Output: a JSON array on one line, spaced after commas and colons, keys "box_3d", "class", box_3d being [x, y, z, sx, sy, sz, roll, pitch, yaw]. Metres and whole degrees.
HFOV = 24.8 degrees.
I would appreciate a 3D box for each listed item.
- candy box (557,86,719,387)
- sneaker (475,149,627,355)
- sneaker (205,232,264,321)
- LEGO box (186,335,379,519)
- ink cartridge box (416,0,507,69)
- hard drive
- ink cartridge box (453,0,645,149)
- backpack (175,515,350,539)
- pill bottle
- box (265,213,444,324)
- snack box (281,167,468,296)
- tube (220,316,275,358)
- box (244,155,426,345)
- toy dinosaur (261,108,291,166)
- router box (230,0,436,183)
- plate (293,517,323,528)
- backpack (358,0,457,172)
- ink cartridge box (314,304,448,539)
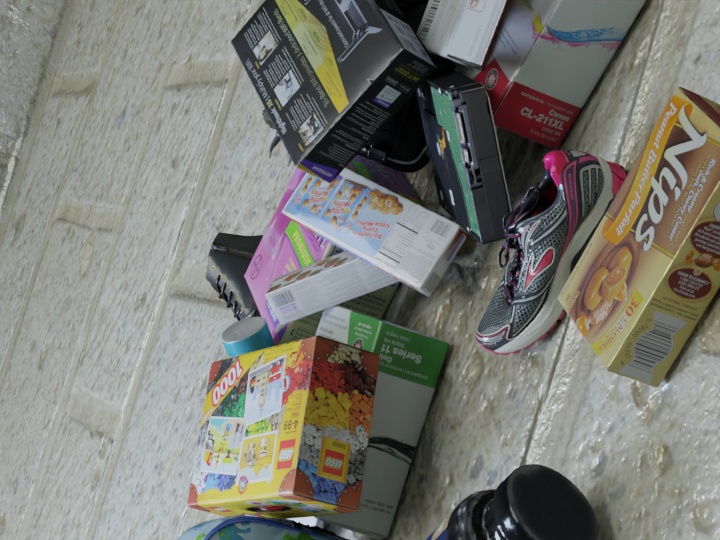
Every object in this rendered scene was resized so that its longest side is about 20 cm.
[{"box_3d": [0.237, -0.026, 1.259, 0.201, 0.055, 0.116, -62, 26, 20], "class": "candy box"}, {"box_3d": [0.151, -0.018, 1.413, 0.201, 0.074, 0.081, -62, 26, 21], "class": "sneaker"}, {"box_3d": [-0.135, 0.047, 1.905, 0.075, 0.105, 0.201, 86, -169, -56], "class": "sneaker"}, {"box_3d": [-0.075, 0.155, 1.554, 0.200, 0.077, 0.150, -18, 59, 54], "class": "LEGO box"}, {"box_3d": [0.128, -0.281, 1.480, 0.201, 0.043, 0.173, -69, 24, 6], "class": "ink cartridge box"}, {"box_3d": [0.094, -0.112, 1.517, 0.200, 0.038, 0.141, -121, 18, -76], "class": "hard drive"}, {"box_3d": [0.177, -0.237, 1.497, 0.201, 0.082, 0.146, -60, 26, 24], "class": "ink cartridge box"}, {"box_3d": [-0.083, 0.319, 1.518, 0.147, 0.199, 0.184, -18, 56, 60], "class": "backpack"}, {"box_3d": [0.098, 0.245, 1.295, 0.200, 0.111, 0.112, -53, 30, 36], "class": "pill bottle"}, {"box_3d": [0.000, 0.000, 1.633, 0.199, 0.042, 0.039, -22, 20, 21], "class": "box"}, {"box_3d": [0.011, -0.047, 1.600, 0.199, 0.024, 0.072, 29, 84, 38], "class": "snack box"}, {"box_3d": [-0.086, 0.146, 1.715, 0.201, 0.050, 0.077, 68, 171, -21], "class": "tube"}, {"box_3d": [-0.029, -0.024, 1.766, 0.201, 0.096, 0.176, -62, 26, 19], "class": "box"}, {"box_3d": [-0.050, -0.201, 1.844, 0.103, 0.077, 0.200, -58, -11, 29], "class": "toy dinosaur"}, {"box_3d": [-0.030, -0.209, 1.576, 0.157, 0.052, 0.201, -45, 48, 22], "class": "router box"}, {"box_3d": [-0.100, 0.317, 1.755, 0.199, 0.032, 0.201, 34, 104, 64], "class": "plate"}, {"box_3d": [0.025, -0.216, 1.688, 0.151, 0.176, 0.201, -11, -58, -83], "class": "backpack"}, {"box_3d": [-0.005, 0.146, 1.612, 0.146, 0.083, 0.201, 13, 86, 65], "class": "ink cartridge box"}]
